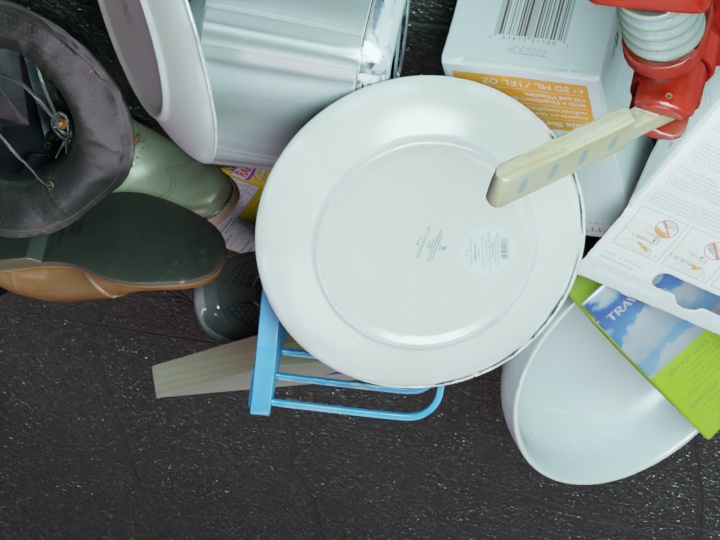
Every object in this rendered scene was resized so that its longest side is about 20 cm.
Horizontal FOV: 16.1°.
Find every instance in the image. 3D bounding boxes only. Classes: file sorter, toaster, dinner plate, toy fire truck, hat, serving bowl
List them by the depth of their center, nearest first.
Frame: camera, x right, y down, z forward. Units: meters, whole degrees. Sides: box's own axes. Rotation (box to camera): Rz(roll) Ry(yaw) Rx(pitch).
[{"bbox_3d":[0.143,-0.134,1.352,0.129,0.200,0.176,7,154,17],"label":"toy fire truck"},{"bbox_3d":[-0.131,-0.155,1.508,0.024,0.200,0.200,-20,160,-15],"label":"dinner plate"},{"bbox_3d":[0.038,-0.018,1.525,0.200,0.200,0.024,24,-163,-17],"label":"dinner plate"},{"bbox_3d":[-0.040,-0.137,1.564,0.129,0.114,0.200,10,151,3],"label":"toaster"},{"bbox_3d":[0.000,0.000,1.660,0.123,0.139,0.200,6,-161,1],"label":"file sorter"},{"bbox_3d":[-0.235,-0.122,1.729,0.201,0.081,0.201,10,131,12],"label":"hat"},{"bbox_3d":[0.179,0.053,1.787,0.200,0.200,0.066,45,-176,-46],"label":"serving bowl"}]

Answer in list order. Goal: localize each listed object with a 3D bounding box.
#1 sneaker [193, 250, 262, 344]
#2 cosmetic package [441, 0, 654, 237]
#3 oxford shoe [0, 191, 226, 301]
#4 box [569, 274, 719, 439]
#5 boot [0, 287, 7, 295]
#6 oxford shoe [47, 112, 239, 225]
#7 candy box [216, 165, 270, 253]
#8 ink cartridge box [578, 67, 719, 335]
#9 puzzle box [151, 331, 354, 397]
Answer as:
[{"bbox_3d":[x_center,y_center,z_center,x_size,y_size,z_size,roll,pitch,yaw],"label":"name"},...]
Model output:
[{"bbox_3d":[-0.027,0.010,1.862,0.200,0.075,0.082,-5,167,-30],"label":"sneaker"},{"bbox_3d":[0.120,-0.101,1.588,0.101,0.071,0.200,8,154,17],"label":"cosmetic package"},{"bbox_3d":[-0.176,-0.009,1.770,0.200,0.071,0.071,4,147,26],"label":"oxford shoe"},{"bbox_3d":[0.225,0.020,1.711,0.200,0.122,0.048,43,-176,-45],"label":"box"},{"bbox_3d":[-0.275,-0.065,1.872,0.154,0.204,0.073,58,163,8],"label":"boot"},{"bbox_3d":[-0.180,-0.082,1.787,0.200,0.071,0.074,17,148,19],"label":"oxford shoe"},{"bbox_3d":[-0.066,-0.058,1.839,0.102,0.026,0.200,22,154,-11],"label":"candy box"},{"bbox_3d":[0.251,-0.044,1.583,0.161,0.050,0.200,23,135,-16],"label":"ink cartridge box"},{"bbox_3d":[-0.033,0.063,1.843,0.200,0.025,0.133,-3,170,-42],"label":"puzzle box"}]
